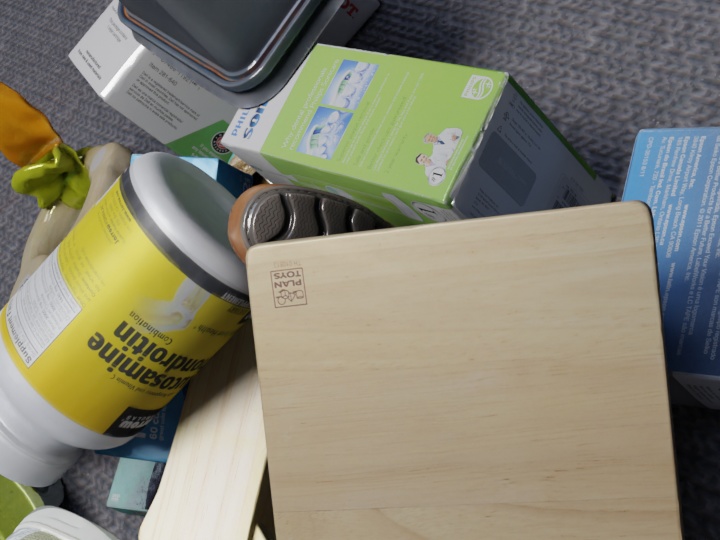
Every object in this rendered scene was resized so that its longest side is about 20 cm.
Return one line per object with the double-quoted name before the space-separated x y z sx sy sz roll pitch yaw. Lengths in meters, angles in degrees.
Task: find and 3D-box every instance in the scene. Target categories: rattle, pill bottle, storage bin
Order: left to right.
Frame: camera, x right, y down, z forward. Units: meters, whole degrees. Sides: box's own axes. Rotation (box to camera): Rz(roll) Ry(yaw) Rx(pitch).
"rattle" -0.257 -0.023 0.856 0.129 0.143 0.201 10 69 42
"pill bottle" -0.149 0.035 0.699 0.200 0.112 0.112 -45 46 15
"storage bin" -0.115 -0.220 0.748 0.146 0.134 0.200 -53 47 0

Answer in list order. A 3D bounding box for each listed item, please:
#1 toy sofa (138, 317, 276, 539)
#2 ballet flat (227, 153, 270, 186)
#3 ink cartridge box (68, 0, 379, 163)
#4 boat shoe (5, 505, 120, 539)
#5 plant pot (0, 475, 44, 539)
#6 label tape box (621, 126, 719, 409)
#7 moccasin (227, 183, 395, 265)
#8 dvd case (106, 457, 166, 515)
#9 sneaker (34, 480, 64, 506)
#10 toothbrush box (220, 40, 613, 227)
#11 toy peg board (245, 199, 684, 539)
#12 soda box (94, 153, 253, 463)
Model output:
"toy sofa" -0.061 0.102 0.744 0.097 0.083 0.202 5 68 19
"ballet flat" -0.085 -0.047 0.874 0.065 0.071 0.200 36 78 24
"ink cartridge box" -0.105 -0.191 0.918 0.200 0.145 0.084 -48 46 6
"boat shoe" -0.131 0.201 0.668 0.200 0.075 0.065 21 35 21
"plant pot" -0.338 0.244 0.828 0.190 0.198 0.201 -53 39 39
"label tape box" 0.229 0.001 0.599 0.199 0.066 0.145 4 69 38
"moccasin" 0.000 -0.002 0.687 0.077 0.200 0.074 16 90 48
"dvd case" -0.105 0.082 0.850 0.145 0.022 0.202 -2 63 38
"sneaker" -0.320 0.158 0.944 0.100 0.078 0.200 -53 44 6
"toothbrush box" 0.034 -0.064 0.734 0.199 0.145 0.087 17 76 44
"toy peg board" 0.059 0.074 0.597 0.198 0.098 0.201 -6 92 17
"soda box" -0.124 0.026 0.789 0.067 0.064 0.202 4 85 18
